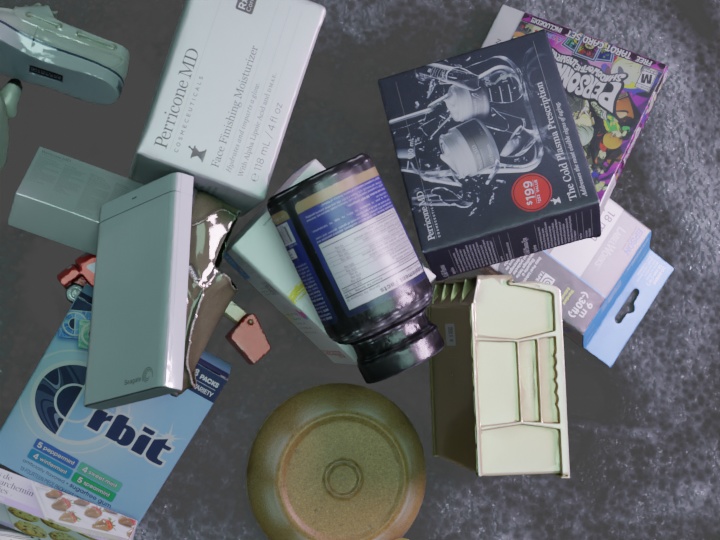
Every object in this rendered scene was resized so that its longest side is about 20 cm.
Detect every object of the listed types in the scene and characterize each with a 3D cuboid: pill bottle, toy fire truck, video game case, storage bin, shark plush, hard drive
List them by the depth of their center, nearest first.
[{"bbox_3d":[-0.206,0.021,1.179,0.027,0.132,0.201,16,67,-41],"label":"hard drive"},{"bbox_3d":[0.000,0.000,1.208,0.112,0.112,0.200,-26,94,-11],"label":"pill bottle"},{"bbox_3d":[-0.403,-0.126,1.305,0.083,0.091,0.201,6,109,10],"label":"shark plush"},{"bbox_3d":[0.137,0.106,1.317,0.093,0.200,0.199,-1,88,-9],"label":"storage bin"},{"bbox_3d":[-0.204,0.044,1.327,0.141,0.049,0.200,-39,94,-11],"label":"toy fire truck"},{"bbox_3d":[0.206,-0.176,1.382,0.200,0.036,0.182,25,80,17],"label":"video game case"}]

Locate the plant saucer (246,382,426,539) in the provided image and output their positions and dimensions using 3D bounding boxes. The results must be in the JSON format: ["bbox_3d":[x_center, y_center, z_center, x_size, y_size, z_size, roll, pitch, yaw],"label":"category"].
[{"bbox_3d":[-0.022,0.222,1.363,0.199,0.035,0.201,0,88,-11],"label":"plant saucer"}]

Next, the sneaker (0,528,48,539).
[{"bbox_3d":[-0.344,0.296,1.278,0.199,0.072,0.072,8,85,-12],"label":"sneaker"}]

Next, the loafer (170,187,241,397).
[{"bbox_3d":[-0.152,0.022,1.207,0.069,0.075,0.201,7,89,-4],"label":"loafer"}]

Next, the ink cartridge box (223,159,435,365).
[{"bbox_3d":[-0.028,0.003,1.324,0.200,0.129,0.125,44,80,-8],"label":"ink cartridge box"}]

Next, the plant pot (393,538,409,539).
[{"bbox_3d":[0.004,0.422,1.285,0.199,0.200,0.177,-18,112,-12],"label":"plant pot"}]

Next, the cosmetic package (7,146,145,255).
[{"bbox_3d":[-0.249,-0.053,1.301,0.199,0.051,0.083,20,42,-9],"label":"cosmetic package"}]

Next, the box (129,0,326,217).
[{"bbox_3d":[-0.139,-0.173,1.272,0.130,0.200,0.200,18,84,-11],"label":"box"}]

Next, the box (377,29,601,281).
[{"bbox_3d":[0.133,-0.116,1.304,0.182,0.104,0.201,-17,70,7],"label":"box"}]

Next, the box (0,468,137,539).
[{"bbox_3d":[-0.324,0.241,1.276,0.199,0.042,0.039,22,41,-1],"label":"box"}]

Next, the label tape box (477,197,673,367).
[{"bbox_3d":[0.250,-0.006,1.413,0.200,0.063,0.144,36,81,-7],"label":"label tape box"}]

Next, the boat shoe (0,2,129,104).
[{"bbox_3d":[-0.334,-0.239,1.309,0.199,0.071,0.070,19,62,-8],"label":"boat shoe"}]

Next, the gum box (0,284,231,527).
[{"bbox_3d":[-0.253,0.141,1.281,0.170,0.045,0.200,30,105,-9],"label":"gum box"}]
